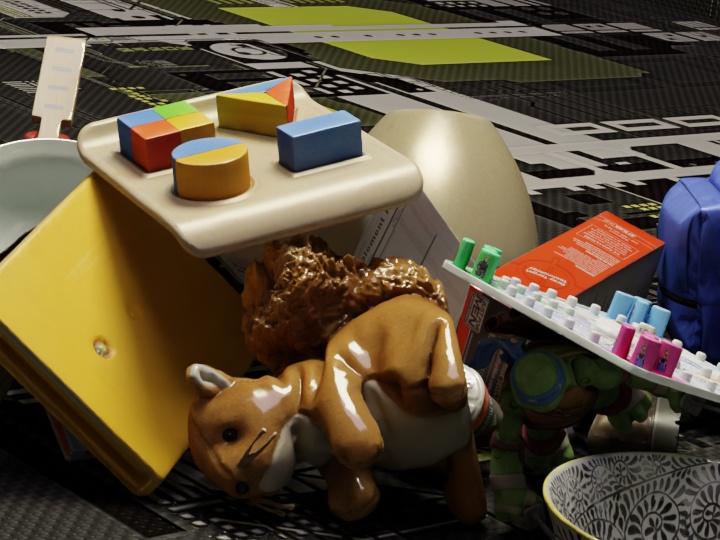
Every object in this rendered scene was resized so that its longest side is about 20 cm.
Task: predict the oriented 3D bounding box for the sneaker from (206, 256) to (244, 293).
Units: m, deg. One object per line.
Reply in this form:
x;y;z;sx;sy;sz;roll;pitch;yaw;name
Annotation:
-0.083;-0.011;1.807;0.078;0.201;0.090;-8;52;6;sneaker

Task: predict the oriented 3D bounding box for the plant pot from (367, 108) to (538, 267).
0.063;-0.068;2.050;0.198;0.136;0.200;5;-4;0;plant pot

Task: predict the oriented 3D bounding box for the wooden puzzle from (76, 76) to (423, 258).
-0.079;-0.086;1.619;0.184;0.047;0.200;-15;31;-24;wooden puzzle

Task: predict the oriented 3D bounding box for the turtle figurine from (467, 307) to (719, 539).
0.157;0.119;1.565;0.199;0.145;0.194;27;1;11;turtle figurine

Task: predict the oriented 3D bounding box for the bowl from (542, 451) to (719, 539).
0.199;0.184;1.372;0.199;0.095;0.201;7;16;-2;bowl

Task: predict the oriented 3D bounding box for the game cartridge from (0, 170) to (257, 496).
-0.163;0.036;1.595;0.176;0.032;0.200;45;34;-6;game cartridge

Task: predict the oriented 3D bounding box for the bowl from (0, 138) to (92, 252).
-0.231;0.002;1.788;0.199;0.091;0.202;11;46;-12;bowl

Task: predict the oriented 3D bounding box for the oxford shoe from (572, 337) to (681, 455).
0.198;0.093;1.752;0.084;0.073;0.200;7;15;6;oxford shoe

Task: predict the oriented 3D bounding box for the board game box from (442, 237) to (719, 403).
0.182;0.041;1.515;0.199;0.026;0.200;18;9;-41;board game box

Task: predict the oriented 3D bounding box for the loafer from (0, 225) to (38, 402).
-0.263;0.039;1.610;0.075;0.069;0.200;17;50;29;loafer

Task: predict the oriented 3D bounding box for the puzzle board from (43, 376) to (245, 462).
-0.165;0.055;1.668;0.150;0.017;0.201;-4;41;-25;puzzle board

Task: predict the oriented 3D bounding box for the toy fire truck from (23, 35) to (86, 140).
-0.217;-0.084;1.965;0.175;0.202;0.129;1;16;-19;toy fire truck

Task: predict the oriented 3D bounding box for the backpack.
0.316;0.022;1.828;0.166;0.202;0.163;-2;17;2;backpack

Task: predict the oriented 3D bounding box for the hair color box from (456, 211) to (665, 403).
0.145;0.035;1.753;0.061;0.102;0.200;30;31;24;hair color box

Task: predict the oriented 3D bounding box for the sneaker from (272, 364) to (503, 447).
0.021;0.101;1.689;0.199;0.078;0.082;12;-17;41;sneaker

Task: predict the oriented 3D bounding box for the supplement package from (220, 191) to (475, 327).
0.000;0.000;1.740;0.109;0.114;0.200;16;-21;32;supplement package

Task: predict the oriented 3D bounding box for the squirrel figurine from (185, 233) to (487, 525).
-0.025;0.075;1.555;0.185;0.142;0.201;-11;52;1;squirrel figurine
